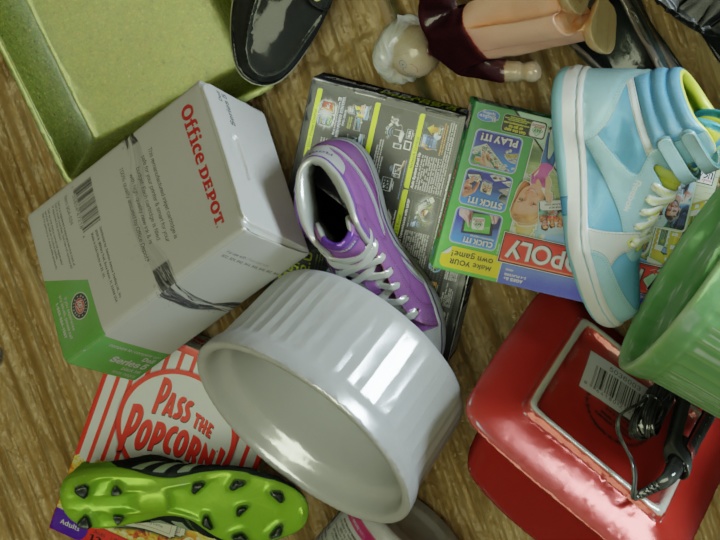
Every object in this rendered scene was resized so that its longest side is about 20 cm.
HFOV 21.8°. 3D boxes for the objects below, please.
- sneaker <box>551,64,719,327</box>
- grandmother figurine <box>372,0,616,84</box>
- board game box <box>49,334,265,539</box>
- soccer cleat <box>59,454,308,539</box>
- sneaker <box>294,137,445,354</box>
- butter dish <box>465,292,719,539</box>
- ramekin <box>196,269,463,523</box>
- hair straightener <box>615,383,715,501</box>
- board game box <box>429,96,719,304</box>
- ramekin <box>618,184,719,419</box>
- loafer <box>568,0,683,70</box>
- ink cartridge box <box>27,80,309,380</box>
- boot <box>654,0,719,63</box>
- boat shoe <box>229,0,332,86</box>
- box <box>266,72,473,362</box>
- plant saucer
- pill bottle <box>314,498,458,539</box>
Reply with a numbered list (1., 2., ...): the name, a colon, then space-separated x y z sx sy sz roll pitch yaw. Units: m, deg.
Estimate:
1. sneaker: 0.216 -0.057 1.373 0.130 0.080 0.201 -5 105 21
2. grandmother figurine: 0.089 -0.182 1.412 0.200 0.061 0.121 -11 121 41
3. board game box: -0.157 0.152 1.564 0.151 0.046 0.200 22 104 7
4. soccer cleat: -0.140 0.177 1.503 0.199 0.081 0.068 4 107 -1
5. sneaker: -0.001 0.000 1.424 0.073 0.114 0.201 -25 96 13
6. butter dish: 0.162 0.148 1.447 0.200 0.199 0.148 39 132 1
7. ramekin: -0.018 0.092 1.425 0.200 0.201 0.098 38 65 3
8. hair straightener: 0.232 0.099 1.406 0.077 0.200 0.041 32 137 7
9. board game box: 0.166 -0.046 1.445 0.199 0.029 0.135 12 102 -6
10. ramekin: 0.281 0.014 1.341 0.098 0.200 0.200 33 105 -1
11. loafer: 0.184 -0.191 1.422 0.072 0.063 0.200 -40 91 15
12. ink cartridge box: -0.153 -0.029 1.463 0.200 0.084 0.146 -34 57 25
13. boot: 0.267 -0.192 1.354 0.073 0.162 0.198 -41 90 17
14. boat shoe: -0.045 -0.238 1.436 0.074 0.063 0.202 23 92 -13
15. box: 0.020 -0.042 1.494 0.160 0.044 0.200 14 103 9
16. plant saucer: -0.189 -0.199 1.505 0.199 0.048 0.200 -25 95 15
17. pill bottle: -0.014 0.280 1.524 0.113 0.113 0.200 40 106 2
